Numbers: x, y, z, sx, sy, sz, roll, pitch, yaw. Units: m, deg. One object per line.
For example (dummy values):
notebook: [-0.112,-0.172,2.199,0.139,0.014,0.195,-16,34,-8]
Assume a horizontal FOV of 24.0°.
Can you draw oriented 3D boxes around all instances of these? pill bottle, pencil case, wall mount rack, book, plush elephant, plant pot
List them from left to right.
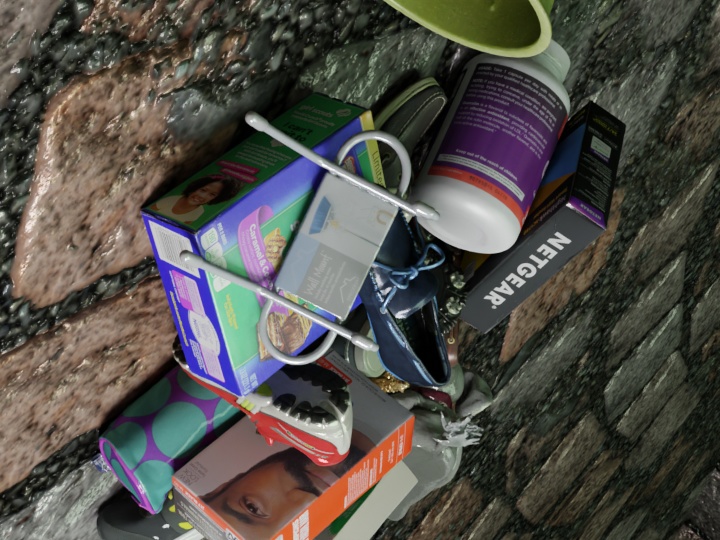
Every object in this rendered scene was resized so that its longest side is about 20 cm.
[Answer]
pencil case: [-0.144,0.127,1.529,0.200,0.085,0.093,-41,139,-23]
wall mount rack: [-0.040,-0.029,1.316,0.201,0.173,0.075,-64,-170,-1]
book: [-0.046,0.237,1.605,0.134,0.048,0.199,-48,-161,-28]
plush elephant: [0.062,0.156,1.908,0.199,0.165,0.156,-29,-147,35]
plant pot: [0.097,-0.296,1.264,0.191,0.199,0.200,-61,159,-11]
pill bottle: [0.128,-0.125,1.595,0.113,0.112,0.201,70,42,-64]

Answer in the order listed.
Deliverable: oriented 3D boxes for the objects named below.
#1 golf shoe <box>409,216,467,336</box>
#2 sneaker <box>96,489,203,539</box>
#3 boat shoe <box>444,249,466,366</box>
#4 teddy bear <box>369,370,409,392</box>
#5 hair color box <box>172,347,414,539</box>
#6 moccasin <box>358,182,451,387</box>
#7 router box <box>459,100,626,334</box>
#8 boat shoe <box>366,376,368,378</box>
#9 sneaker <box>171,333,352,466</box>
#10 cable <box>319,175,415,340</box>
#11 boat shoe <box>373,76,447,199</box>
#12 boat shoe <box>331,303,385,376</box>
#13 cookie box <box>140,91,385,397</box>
golf shoe: [0.056,0.007,1.645,0.088,0.077,0.201,-41,-156,42]
sneaker: [-0.154,0.204,1.583,0.198,0.075,0.085,-13,125,0]
boat shoe: [0.091,0.015,1.721,0.071,0.070,0.201,69,30,-52]
teddy bear: [0.010,0.109,1.761,0.200,0.144,0.067,-40,114,-49]
hair color box: [-0.058,0.171,1.503,0.200,0.111,0.064,-39,151,-28]
moccasin: [0.040,0.012,1.422,0.080,0.068,0.201,-42,130,-24]
router box: [0.171,-0.050,1.633,0.200,0.051,0.150,-46,-161,44]
boat shoe: [-0.077,0.139,1.628,0.198,0.072,0.060,-16,140,-7]
sneaker: [-0.087,0.108,1.452,0.077,0.199,0.085,-36,139,-30]
cable: [0.000,0.000,1.640,0.201,0.050,0.097,-67,173,28]
boat shoe: [0.019,-0.085,1.545,0.200,0.065,0.073,-51,160,4]
boat shoe: [0.019,0.036,1.727,0.200,0.061,0.073,-57,135,-47]
cookie box: [-0.067,-0.024,1.400,0.200,0.075,0.172,-39,133,-31]
